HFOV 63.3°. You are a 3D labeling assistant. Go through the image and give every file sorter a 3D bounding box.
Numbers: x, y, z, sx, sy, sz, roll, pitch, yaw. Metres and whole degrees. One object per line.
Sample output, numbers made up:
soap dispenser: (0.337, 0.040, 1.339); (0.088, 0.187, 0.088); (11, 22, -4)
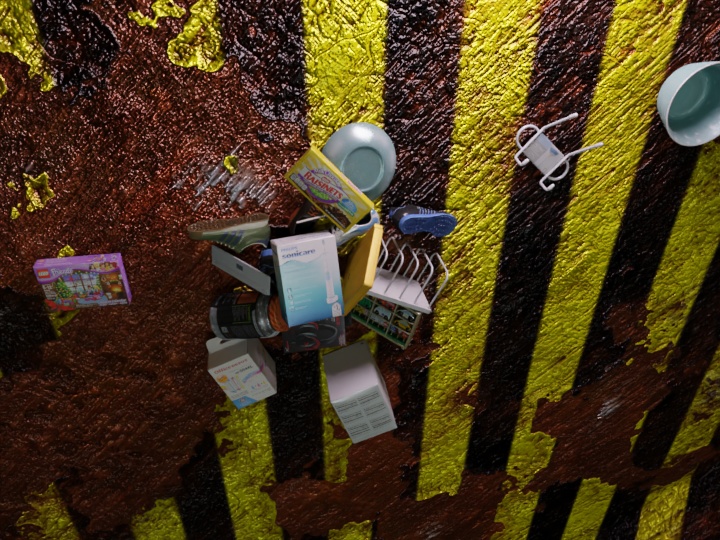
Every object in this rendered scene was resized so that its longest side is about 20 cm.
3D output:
file sorter: (0.109, 0.001, 1.542); (0.198, 0.139, 0.125); (18, 117, -22)

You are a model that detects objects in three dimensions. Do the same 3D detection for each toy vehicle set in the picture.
toy vehicle set: (0.063, 0.115, 1.606); (0.199, 0.026, 0.125); (29, 123, 17)

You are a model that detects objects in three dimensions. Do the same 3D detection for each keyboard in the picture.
keyboard: (-0.299, -0.002, 1.452); (0.199, 0.011, 0.057); (27, 122, 25)

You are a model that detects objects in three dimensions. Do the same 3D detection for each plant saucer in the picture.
plant saucer: (0.001, -0.244, 1.380); (0.199, 0.039, 0.203); (-10, 117, -19)

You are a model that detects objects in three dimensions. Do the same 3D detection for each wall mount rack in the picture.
wall mount rack: (0.486, -0.298, 1.448); (0.199, 0.075, 0.174); (33, 112, -30)

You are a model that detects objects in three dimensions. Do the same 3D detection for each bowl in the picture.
bowl: (0.804, -0.415, 1.413); (0.198, 0.105, 0.203); (-6, 125, -8)

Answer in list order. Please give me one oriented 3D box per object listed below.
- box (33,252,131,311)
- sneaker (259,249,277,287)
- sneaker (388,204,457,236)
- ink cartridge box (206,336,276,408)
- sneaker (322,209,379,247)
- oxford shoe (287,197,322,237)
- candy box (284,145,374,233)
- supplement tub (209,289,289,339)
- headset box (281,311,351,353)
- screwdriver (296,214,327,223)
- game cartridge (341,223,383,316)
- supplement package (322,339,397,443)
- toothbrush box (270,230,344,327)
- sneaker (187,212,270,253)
box: (-0.689, 0.031, 1.460); (0.197, 0.039, 0.138); (-5, 125, -8)
sneaker: (-0.176, 0.018, 1.503); (0.199, 0.079, 0.070); (24, 143, -36)
sneaker: (0.161, -0.135, 1.506); (0.198, 0.078, 0.071); (1, 125, -38)
ink cartridge box: (-0.336, 0.262, 1.639); (0.127, 0.126, 0.201); (-23, 126, 6)
sneaker: (-0.048, -0.104, 1.474); (0.198, 0.072, 0.073); (-25, 137, 0)
oxford shoe: (-0.108, -0.155, 1.427); (0.071, 0.073, 0.201); (23, 117, -23)
candy box: (-0.072, -0.186, 1.361); (0.200, 0.027, 0.102); (42, 117, -16)
supplement tub: (-0.279, 0.114, 1.511); (0.198, 0.123, 0.123); (-5, 130, 24)
headset box: (-0.123, 0.141, 1.629); (0.197, 0.075, 0.150); (-6, 125, -7)
screwdriver: (-0.092, -0.127, 1.397); (0.029, 0.200, 0.028); (32, 116, 15)
game cartridge: (0.000, 0.000, 1.448); (0.032, 0.178, 0.200); (19, 151, -14)
supplement package: (-0.003, 0.357, 1.732); (0.146, 0.192, 0.201); (-21, 125, 3)
toothbrush box: (-0.128, 0.017, 1.412); (0.145, 0.085, 0.202); (-12, 107, -17)
sneaker: (-0.318, -0.079, 1.440); (0.198, 0.067, 0.091); (-10, 121, -9)
